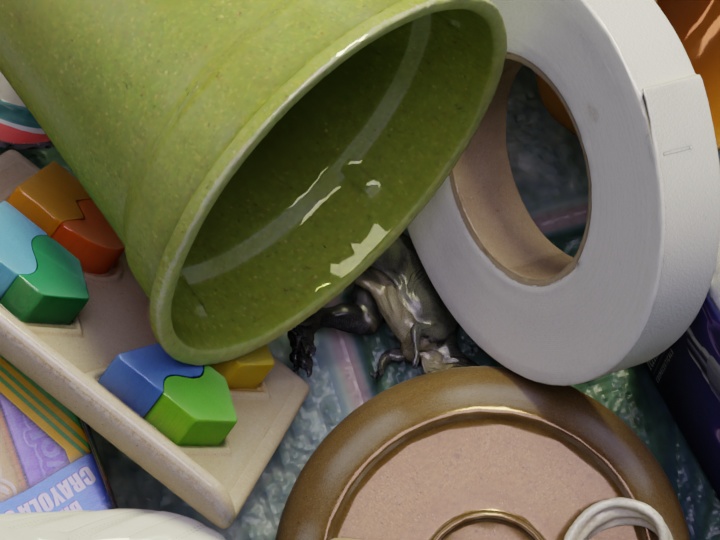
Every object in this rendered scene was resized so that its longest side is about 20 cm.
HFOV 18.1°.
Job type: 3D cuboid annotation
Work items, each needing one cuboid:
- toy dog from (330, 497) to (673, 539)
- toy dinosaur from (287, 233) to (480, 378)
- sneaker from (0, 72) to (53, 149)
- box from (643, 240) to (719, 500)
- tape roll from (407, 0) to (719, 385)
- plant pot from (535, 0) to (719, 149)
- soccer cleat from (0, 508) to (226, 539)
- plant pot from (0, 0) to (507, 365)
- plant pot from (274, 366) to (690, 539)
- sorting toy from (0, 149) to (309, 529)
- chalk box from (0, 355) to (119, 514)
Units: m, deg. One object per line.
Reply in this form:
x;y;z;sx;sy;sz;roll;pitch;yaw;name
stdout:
0.059;0.173;0.972;0.198;0.096;0.133;-8;84;-3;toy dog
0.000;0.000;1.099;0.088;0.047;0.201;-15;72;-25;toy dinosaur
-0.211;-0.143;1.103;0.199;0.070;0.094;32;116;14;sneaker
0.223;0.073;1.028;0.104;0.148;0.201;-26;72;-10;box
0.083;-0.049;1.015;0.037;0.203;0.204;-15;70;-32;tape roll
0.119;-0.176;1.102;0.183;0.201;0.200;35;72;27;plant pot
-0.147;0.126;0.901;0.198;0.078;0.070;-1;70;-3;soccer cleat
-0.070;-0.095;0.976;0.200;0.201;0.184;-41;71;-15;plant pot
0.058;0.144;1.038;0.198;0.027;0.202;0;83;-1;plant pot
-0.107;0.019;0.998;0.185;0.200;0.037;39;104;-2;sorting toy
-0.157;0.152;0.998;0.123;0.125;0.201;-19;71;-9;chalk box
